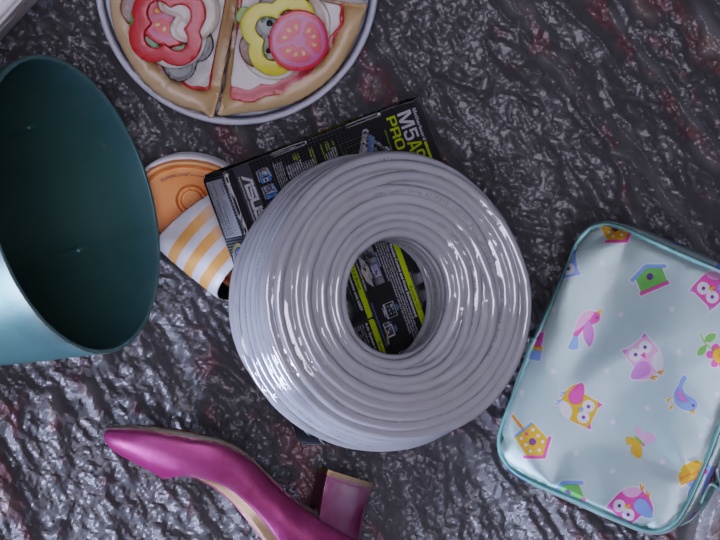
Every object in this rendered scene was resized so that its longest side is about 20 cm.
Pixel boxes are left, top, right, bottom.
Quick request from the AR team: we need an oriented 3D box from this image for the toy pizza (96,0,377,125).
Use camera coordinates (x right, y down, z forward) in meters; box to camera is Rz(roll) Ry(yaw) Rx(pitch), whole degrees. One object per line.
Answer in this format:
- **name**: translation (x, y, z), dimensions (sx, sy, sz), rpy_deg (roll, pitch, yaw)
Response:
- **toy pizza**: translation (-0.087, -0.202, 1.477), dimensions (0.200, 0.032, 0.201), rpy_deg (0, 95, 0)

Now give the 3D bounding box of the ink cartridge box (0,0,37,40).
- **ink cartridge box**: translation (-0.321, -0.228, 1.447), dimensions (0.200, 0.083, 0.147), rpy_deg (44, 94, -3)

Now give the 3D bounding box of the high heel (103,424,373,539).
- **high heel**: translation (-0.093, 0.171, 1.496), dimensions (0.200, 0.067, 0.096), rpy_deg (17, 85, -15)

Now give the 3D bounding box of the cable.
- **cable**: translation (0.016, 0.021, 1.403), dimensions (0.200, 0.069, 0.200), rpy_deg (-36, 102, -21)

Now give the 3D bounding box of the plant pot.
- **plant pot**: translation (-0.255, -0.027, 1.416), dimensions (0.161, 0.201, 0.201), rpy_deg (-13, 96, 25)

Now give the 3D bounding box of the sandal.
- **sandal**: translation (-0.072, -0.008, 1.481), dimensions (0.207, 0.059, 0.079), rpy_deg (38, 94, -3)

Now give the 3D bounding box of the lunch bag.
- **lunch bag**: translation (0.195, 0.079, 1.466), dimensions (0.160, 0.077, 0.200), rpy_deg (23, 96, 14)

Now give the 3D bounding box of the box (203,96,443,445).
- **box**: translation (0.000, 0.000, 1.460), dimensions (0.160, 0.044, 0.200), rpy_deg (-23, 96, -24)
